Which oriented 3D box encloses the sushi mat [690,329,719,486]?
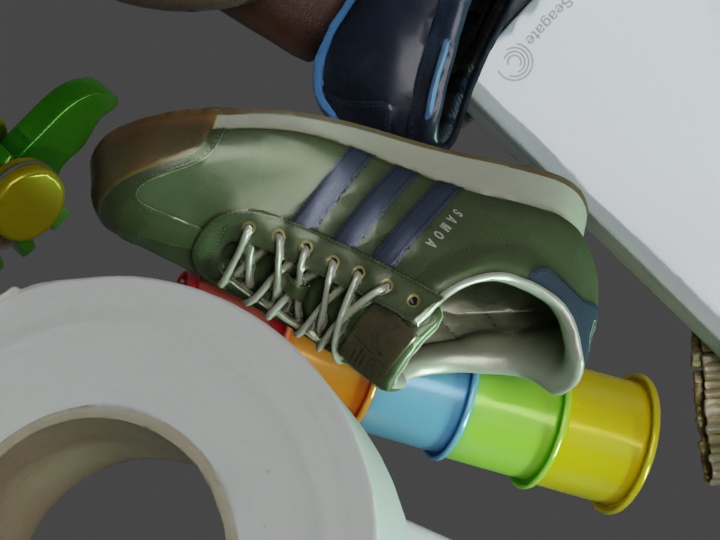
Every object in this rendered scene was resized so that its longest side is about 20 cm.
[{"bbox_3d":[0.238,0.037,0.858,0.199,0.012,0.096,-4,90,-10],"label":"sushi mat"}]

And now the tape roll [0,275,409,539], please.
[{"bbox_3d":[-0.085,0.105,0.686,0.201,0.071,0.204,-4,72,11],"label":"tape roll"}]

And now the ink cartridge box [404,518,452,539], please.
[{"bbox_3d":[-0.003,0.194,0.752,0.145,0.084,0.201,25,77,-17],"label":"ink cartridge box"}]

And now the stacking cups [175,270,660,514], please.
[{"bbox_3d":[0.020,0.043,0.789,0.199,0.060,0.061,18,79,-19],"label":"stacking cups"}]

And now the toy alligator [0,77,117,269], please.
[{"bbox_3d":[-0.171,-0.005,0.728,0.199,0.059,0.054,-33,137,-20],"label":"toy alligator"}]

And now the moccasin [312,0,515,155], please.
[{"bbox_3d":[0.059,-0.131,0.791,0.201,0.068,0.080,-62,150,-2],"label":"moccasin"}]

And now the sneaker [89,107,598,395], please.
[{"bbox_3d":[0.000,0.000,0.736,0.199,0.067,0.090,8,50,-19],"label":"sneaker"}]

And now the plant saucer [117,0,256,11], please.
[{"bbox_3d":[-0.051,-0.190,0.713,0.199,0.034,0.202,-9,109,-25],"label":"plant saucer"}]

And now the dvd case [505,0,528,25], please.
[{"bbox_3d":[0.072,-0.185,0.855,0.200,0.018,0.143,47,72,-10],"label":"dvd case"}]

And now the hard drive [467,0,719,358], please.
[{"bbox_3d":[0.151,-0.054,0.831,0.200,0.027,0.132,44,80,-2],"label":"hard drive"}]

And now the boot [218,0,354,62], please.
[{"bbox_3d":[-0.086,-0.115,0.770,0.199,0.064,0.187,24,87,-25],"label":"boot"}]
